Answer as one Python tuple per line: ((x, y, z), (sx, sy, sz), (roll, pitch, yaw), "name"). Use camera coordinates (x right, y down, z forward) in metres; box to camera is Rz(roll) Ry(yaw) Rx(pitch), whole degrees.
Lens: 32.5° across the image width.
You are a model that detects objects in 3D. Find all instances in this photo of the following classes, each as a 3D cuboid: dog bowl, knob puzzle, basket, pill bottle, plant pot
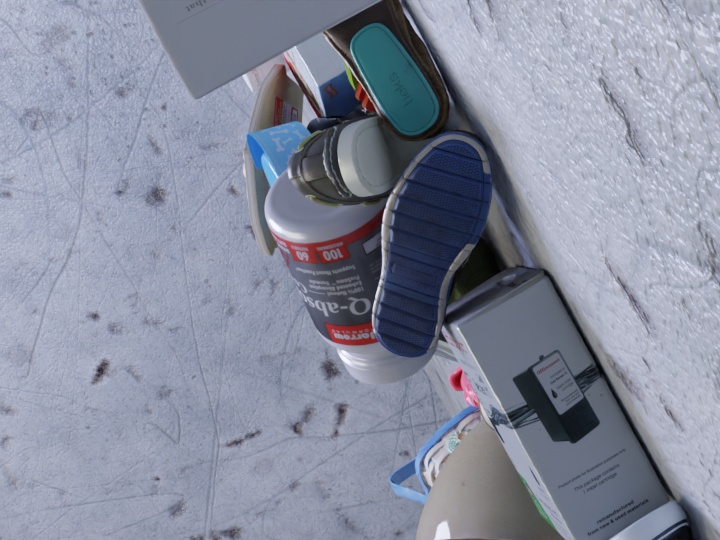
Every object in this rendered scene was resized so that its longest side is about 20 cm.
((-0.046, -0.055, 1.174), (0.112, 0.049, 0.201), (50, 164, 50), "dog bowl")
((-0.100, -0.116, 1.284), (0.220, 0.030, 0.221), (5, -90, -81), "knob puzzle")
((0.143, 0.217, 1.409), (0.140, 0.176, 0.200), (61, 159, -13), "basket")
((0.000, 0.000, 1.088), (0.116, 0.115, 0.201), (57, 172, 51), "pill bottle")
((0.156, 0.214, 1.189), (0.200, 0.199, 0.135), (65, -151, -63), "plant pot")

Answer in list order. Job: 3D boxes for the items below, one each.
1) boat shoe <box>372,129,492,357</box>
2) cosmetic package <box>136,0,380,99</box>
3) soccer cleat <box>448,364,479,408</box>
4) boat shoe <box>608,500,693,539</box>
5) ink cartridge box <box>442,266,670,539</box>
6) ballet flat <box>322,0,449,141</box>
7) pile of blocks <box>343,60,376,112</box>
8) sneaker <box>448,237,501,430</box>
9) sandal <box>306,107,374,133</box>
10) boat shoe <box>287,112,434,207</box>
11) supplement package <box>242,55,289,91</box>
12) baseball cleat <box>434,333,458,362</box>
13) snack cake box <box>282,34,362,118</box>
((0.053, -0.030, 0.933), (0.073, 0.072, 0.201), (-64, -6, -52), "boat shoe")
((-0.085, -0.244, 0.699), (0.168, 0.166, 0.200), (59, 177, 27), "cosmetic package")
((0.147, 0.130, 1.323), (0.067, 0.076, 0.200), (57, 180, -14), "soccer cleat")
((0.235, 0.235, 0.922), (0.091, 0.071, 0.200), (58, -176, 26), "boat shoe")
((0.145, 0.104, 0.980), (0.201, 0.083, 0.147), (61, 177, -3), "ink cartridge box")
((0.006, -0.186, 0.898), (0.201, 0.068, 0.072), (57, -163, -3), "ballet flat")
((-0.016, -0.202, 0.999), (0.201, 0.062, 0.082), (61, 177, -9), "pile of blocks")
((0.131, 0.056, 1.092), (0.090, 0.067, 0.201), (7, 119, 60), "sneaker")
((-0.004, -0.112, 1.112), (0.200, 0.048, 0.076), (-6, 98, 59), "sandal")
((0.011, -0.087, 0.952), (0.201, 0.060, 0.073), (-19, -82, -65), "boat shoe")
((-0.123, -0.316, 1.325), (0.156, 0.110, 0.200), (60, 178, 16), "supplement package")
((0.082, 0.062, 1.247), (0.199, 0.070, 0.106), (29, 171, 20), "baseball cleat")
((-0.032, -0.208, 1.210), (0.115, 0.067, 0.200), (59, 177, 11), "snack cake box")
